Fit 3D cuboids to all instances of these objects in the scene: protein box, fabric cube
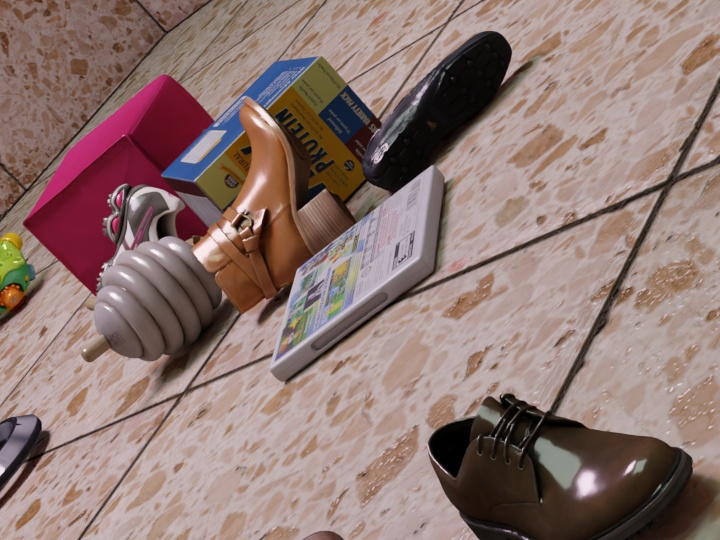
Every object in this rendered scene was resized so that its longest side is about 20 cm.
[{"bbox_3d":[-0.096,-0.125,1.848,0.199,0.135,0.200,-46,16,-9],"label":"protein box"},{"bbox_3d":[-0.272,-0.092,2.082,0.200,0.196,0.200,-36,17,23],"label":"fabric cube"}]

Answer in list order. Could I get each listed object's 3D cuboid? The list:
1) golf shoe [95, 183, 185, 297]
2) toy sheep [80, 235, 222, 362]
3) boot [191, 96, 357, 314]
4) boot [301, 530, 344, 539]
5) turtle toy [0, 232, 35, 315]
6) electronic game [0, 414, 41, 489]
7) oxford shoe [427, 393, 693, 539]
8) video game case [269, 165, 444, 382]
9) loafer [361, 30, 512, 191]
[{"bbox_3d":[-0.259,0.000,1.935,0.088,0.201,0.077,9,10,23],"label":"golf shoe"},{"bbox_3d":[-0.226,0.034,1.778,0.200,0.138,0.138,-46,16,-23],"label":"toy sheep"},{"bbox_3d":[-0.111,-0.067,1.690,0.155,0.200,0.077,-38,-17,8],"label":"boot"},{"bbox_3d":[-0.049,0.249,0.951,0.186,0.064,0.200,-46,21,-2],"label":"boot"},{"bbox_3d":[-0.629,0.036,2.784,0.200,0.101,0.146,-34,19,31],"label":"turtle toy"},{"bbox_3d":[-0.453,0.247,1.941,0.200,0.042,0.200,-38,17,14],"label":"electronic game"},{"bbox_3d":[0.098,0.109,0.896,0.073,0.085,0.200,-50,19,-28],"label":"oxford shoe"},{"bbox_3d":[0.000,0.000,1.514,0.182,0.022,0.200,-37,18,22],"label":"video game case"},{"bbox_3d":[0.073,-0.167,1.670,0.201,0.068,0.070,-48,25,-4],"label":"loafer"}]
